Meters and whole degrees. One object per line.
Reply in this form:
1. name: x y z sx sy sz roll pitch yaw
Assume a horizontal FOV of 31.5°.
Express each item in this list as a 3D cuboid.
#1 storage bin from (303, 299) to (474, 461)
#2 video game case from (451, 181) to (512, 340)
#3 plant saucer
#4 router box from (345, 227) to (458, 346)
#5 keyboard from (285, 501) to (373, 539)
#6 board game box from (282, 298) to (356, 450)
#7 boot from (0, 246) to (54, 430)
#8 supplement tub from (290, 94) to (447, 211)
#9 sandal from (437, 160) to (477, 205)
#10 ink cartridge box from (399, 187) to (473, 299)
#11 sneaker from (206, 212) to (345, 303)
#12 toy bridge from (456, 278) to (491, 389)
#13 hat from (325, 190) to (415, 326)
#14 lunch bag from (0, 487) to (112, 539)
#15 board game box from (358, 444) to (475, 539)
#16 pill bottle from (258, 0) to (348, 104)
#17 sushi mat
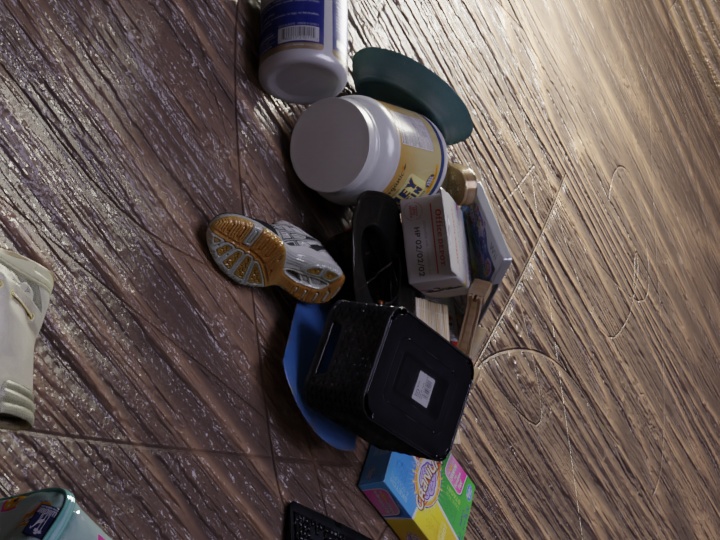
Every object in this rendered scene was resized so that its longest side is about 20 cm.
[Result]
1. storage bin: 0.038 0.133 1.525 0.200 0.094 0.135 38 65 -46
2. video game case: 0.156 -0.006 1.815 0.018 0.200 0.143 -3 52 -20
3. plant saucer: 0.064 -0.233 1.800 0.036 0.200 0.200 -56 130 -18
4. router box: 0.062 0.036 1.784 0.200 0.049 0.180 11 67 -57
5. keyboard: -0.019 0.346 1.516 0.200 0.040 0.104 35 47 -46
6. board game box: -0.056 0.125 1.559 0.158 0.039 0.200 52 30 -31
7. boot: -0.345 0.047 1.078 0.200 0.072 0.155 31 54 -51
8. supplement tub: 0.012 -0.153 1.693 0.200 0.144 0.145 5 72 -58
9. sandal: 0.083 -0.132 1.808 0.070 0.212 0.078 -2 103 -25
10. ink cartridge box: 0.100 -0.034 1.701 0.200 0.068 0.115 34 48 -74
11. sneaker: -0.111 -0.025 1.521 0.200 0.076 0.088 29 23 -41
12. toy bridge: 0.153 0.105 1.783 0.200 0.027 0.067 92 22 -44
13. hat: 0.000 0.000 1.630 0.201 0.081 0.201 19 69 -61
14. lunch bag: -0.288 0.245 0.949 0.077 0.200 0.160 58 35 -22
15. board game box: 0.079 0.288 1.703 0.200 0.040 0.153 55 35 -30
16. pill bottle: -0.073 -0.327 1.660 0.116 0.116 0.200 33 50 -49
17. sushi mat: 0.104 0.138 1.749 0.096 0.012 0.200 12 70 -56
